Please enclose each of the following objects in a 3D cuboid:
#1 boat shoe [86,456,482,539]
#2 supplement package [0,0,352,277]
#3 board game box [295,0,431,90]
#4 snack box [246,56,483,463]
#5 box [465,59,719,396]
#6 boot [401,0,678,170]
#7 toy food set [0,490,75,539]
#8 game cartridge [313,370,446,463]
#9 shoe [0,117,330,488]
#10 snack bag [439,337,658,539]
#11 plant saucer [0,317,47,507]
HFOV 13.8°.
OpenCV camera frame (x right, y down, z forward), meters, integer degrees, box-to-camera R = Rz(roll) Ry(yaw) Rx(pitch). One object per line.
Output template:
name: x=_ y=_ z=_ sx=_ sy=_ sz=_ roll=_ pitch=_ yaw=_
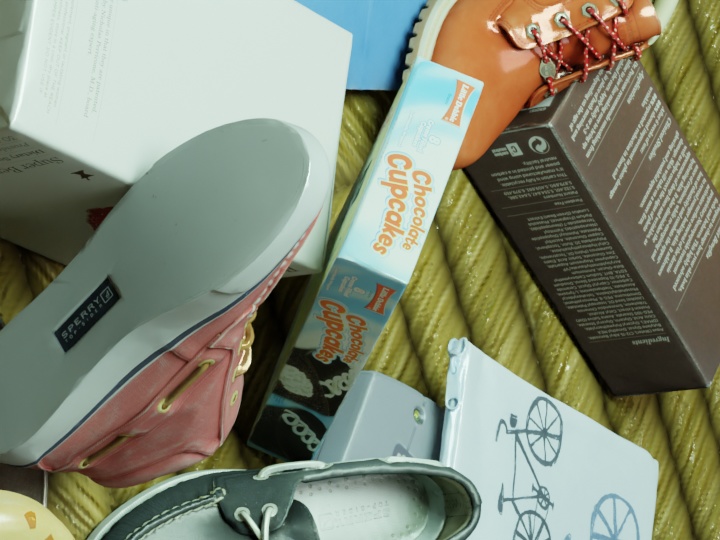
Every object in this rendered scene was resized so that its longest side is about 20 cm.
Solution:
boat shoe: x=-0.035 y=0.122 z=1.387 sx=0.200 sy=0.060 sz=0.076 roll=-16 pitch=93 yaw=-34
supplement package: x=-0.115 y=-0.076 z=1.305 sx=0.200 sy=0.121 sz=0.120 roll=25 pitch=65 yaw=-46
board game box: x=-0.006 y=-0.173 z=1.522 sx=0.200 sy=0.039 sz=0.158 roll=-4 pitch=103 yaw=-56
snack box: x=0.000 y=0.000 z=1.396 sx=0.037 sy=0.200 sz=0.116 roll=22 pitch=59 yaw=-3
box: x=0.140 y=-0.035 z=1.659 sx=0.200 sy=0.075 sz=0.100 roll=55 pitch=45 yaw=-28
boot: x=0.097 y=-0.122 z=1.561 sx=0.200 sy=0.107 sz=0.075 roll=-56 pitch=144 yaw=-30
toy food set: x=-0.197 y=0.184 z=1.172 sx=0.200 sy=0.049 sz=0.198 roll=-3 pitch=106 yaw=-45
game cartridge: x=0.035 y=0.147 z=1.526 sx=0.200 sy=0.041 sz=0.133 roll=48 pitch=53 yaw=-36
shoe: x=-0.072 y=0.017 z=1.256 sx=0.091 sy=0.200 sz=0.072 roll=24 pitch=30 yaw=-52
snack bag: x=0.090 y=0.156 z=1.549 sx=0.200 sy=0.021 sz=0.189 roll=32 pitch=59 yaw=-45
plant saucer: x=-0.210 y=0.083 z=1.231 sx=0.200 sy=0.032 sz=0.201 roll=13 pitch=74 yaw=-51
